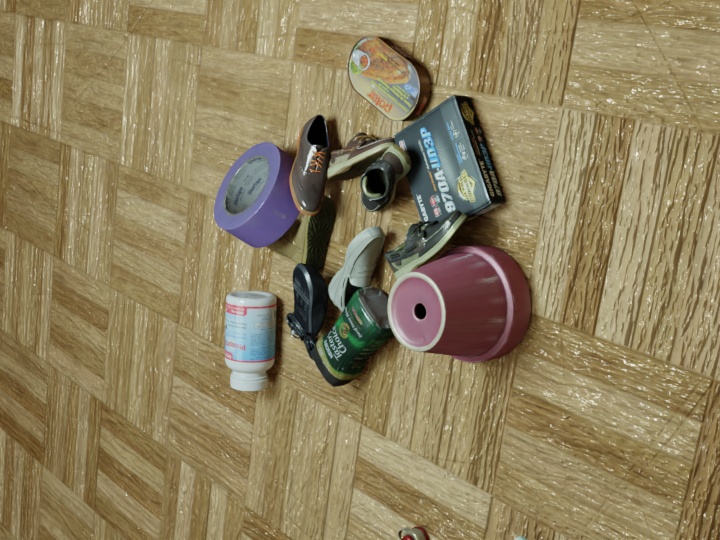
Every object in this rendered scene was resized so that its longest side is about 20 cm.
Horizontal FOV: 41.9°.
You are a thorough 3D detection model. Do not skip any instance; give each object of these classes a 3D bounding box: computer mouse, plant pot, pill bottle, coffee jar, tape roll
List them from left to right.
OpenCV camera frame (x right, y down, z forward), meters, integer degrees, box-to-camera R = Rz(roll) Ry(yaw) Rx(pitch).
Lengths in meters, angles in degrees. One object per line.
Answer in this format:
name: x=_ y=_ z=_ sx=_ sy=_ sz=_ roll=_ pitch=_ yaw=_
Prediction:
pill bottle: x=-0.236 y=0.150 z=2.011 sx=0.108 sy=0.108 sz=0.202 roll=11 pitch=102 yaw=45
tape roll: x=-0.201 y=-0.153 z=1.900 sx=0.199 sy=0.085 sz=0.201 roll=-28 pitch=46 yaw=33
computer mouse: x=-0.099 y=0.067 z=1.882 sx=0.139 sy=0.052 sz=0.201 roll=51 pitch=147 yaw=43
coffee jar: x=-0.013 y=0.130 z=1.794 sx=0.105 sy=0.085 sz=0.200 roll=57 pitch=130 yaw=26
plant pot: x=0.150 y=0.059 z=1.551 sx=0.199 sy=0.178 sz=0.202 roll=5 pitch=97 yaw=46

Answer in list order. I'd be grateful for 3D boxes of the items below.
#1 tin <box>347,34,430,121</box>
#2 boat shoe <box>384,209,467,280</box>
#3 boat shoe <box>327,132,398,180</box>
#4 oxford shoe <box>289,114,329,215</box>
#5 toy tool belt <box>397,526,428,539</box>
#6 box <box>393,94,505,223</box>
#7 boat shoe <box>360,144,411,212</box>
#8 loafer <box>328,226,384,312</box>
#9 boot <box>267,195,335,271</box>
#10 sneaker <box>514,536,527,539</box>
tin: x=0.050 y=-0.350 z=1.715 sx=0.200 sy=0.042 sz=0.112 roll=46 pitch=121 yaw=33
boat shoe: x=0.104 y=-0.050 z=1.602 sx=0.066 sy=0.072 sz=0.201 roll=46 pitch=139 yaw=0
boat shoe: x=0.001 y=-0.224 z=1.755 sx=0.200 sy=0.072 sz=0.073 roll=-18 pitch=75 yaw=57
oxford shoe: x=-0.095 y=-0.206 z=1.812 sx=0.073 sy=0.071 sz=0.202 roll=133 pitch=140 yaw=-65
toy tool belt: x=0.077 y=0.583 z=1.719 sx=0.124 sy=0.122 sz=0.202 roll=-3 pitch=92 yaw=46
box: x=0.151 y=-0.177 z=1.620 sx=0.159 sy=0.046 sz=0.201 roll=-28 pitch=75 yaw=44
boat shoe: x=0.029 y=-0.158 z=1.691 sx=0.073 sy=0.065 sz=0.200 roll=50 pitch=154 yaw=10
loafer: x=0.000 y=0.000 z=1.781 sx=0.070 sy=0.070 sz=0.201 roll=59 pitch=140 yaw=32
boot: x=-0.147 y=-0.102 z=1.926 sx=0.200 sy=0.066 sz=0.176 roll=34 pitch=116 yaw=41
sneaker: x=0.270 y=0.470 z=1.509 sx=0.200 sy=0.075 sz=0.089 roll=121 pitch=147 yaw=-65
